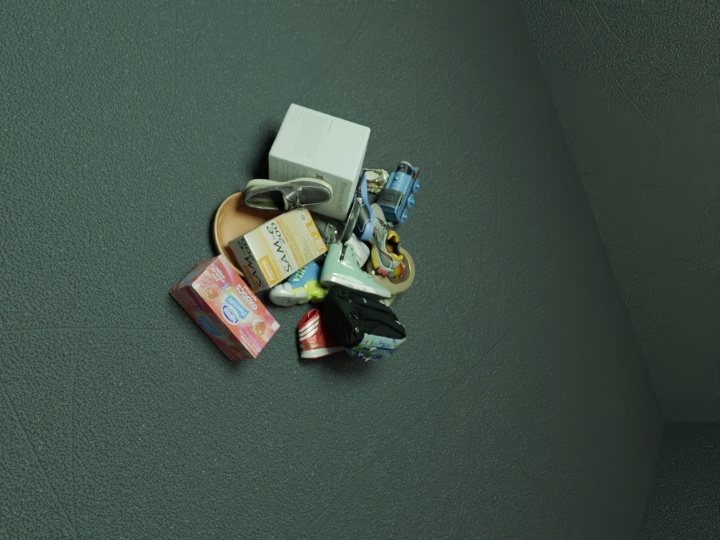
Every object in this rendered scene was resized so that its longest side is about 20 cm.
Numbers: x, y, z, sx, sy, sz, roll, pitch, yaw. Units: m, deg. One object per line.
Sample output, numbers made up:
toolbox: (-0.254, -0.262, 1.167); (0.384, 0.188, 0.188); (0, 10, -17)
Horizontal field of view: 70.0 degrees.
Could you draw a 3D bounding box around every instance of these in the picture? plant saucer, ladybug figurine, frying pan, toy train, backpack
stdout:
plant saucer: (-0.250, -0.076, 1.170); (0.199, 0.037, 0.203); (14, 71, -44)
ladybug figurine: (0.074, 0.002, 1.424); (0.199, 0.071, 0.138); (-10, 86, -49)
frying pan: (-0.016, -0.146, 1.271); (0.031, 0.115, 0.192); (21, 51, -3)
toy train: (0.113, -0.228, 1.510); (0.202, 0.086, 0.114); (-67, 158, -16)
backpack: (0.016, 0.136, 1.228); (0.198, 0.155, 0.164); (4, 36, -36)

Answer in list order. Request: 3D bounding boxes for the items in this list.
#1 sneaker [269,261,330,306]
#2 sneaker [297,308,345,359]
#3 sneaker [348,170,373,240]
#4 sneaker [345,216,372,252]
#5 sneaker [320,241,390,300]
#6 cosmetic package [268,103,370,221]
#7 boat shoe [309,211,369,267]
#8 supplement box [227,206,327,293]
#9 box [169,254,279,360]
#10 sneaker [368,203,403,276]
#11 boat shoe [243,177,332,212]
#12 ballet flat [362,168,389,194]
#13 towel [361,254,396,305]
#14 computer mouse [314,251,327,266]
sneaker: (-0.150, 0.026, 1.228); (0.199, 0.075, 0.106); (8, 64, -57)
sneaker: (-0.069, 0.146, 1.270); (0.199, 0.078, 0.117); (-7, 86, -48)
sneaker: (-0.020, -0.172, 1.335); (0.077, 0.070, 0.203); (2, 66, -29)
sneaker: (-0.001, -0.136, 1.416); (0.201, 0.073, 0.082); (53, 49, -23)
sneaker: (0.000, 0.000, 1.256); (0.199, 0.073, 0.120); (21, 66, -31)
cosmetic package: (-0.099, -0.254, 1.220); (0.197, 0.168, 0.168); (17, 61, 0)
boat shoe: (-0.068, -0.074, 1.318); (0.202, 0.074, 0.087); (44, 48, -17)
supplement box: (-0.181, -0.054, 1.156); (0.200, 0.073, 0.127); (-38, 106, -44)
box: (-0.277, 0.081, 1.056); (0.201, 0.102, 0.095); (55, 48, -22)
sneaker: (0.066, -0.090, 1.348); (0.077, 0.082, 0.202); (6, 58, -40)
boat shoe: (-0.161, -0.161, 1.136); (0.065, 0.197, 0.073); (-90, -177, -45)
ballet flat: (0.039, -0.265, 1.499); (0.199, 0.063, 0.077); (-13, 90, -47)
towel: (0.074, 0.000, 1.497); (0.153, 0.023, 0.201); (54, 46, -22)
computer mouse: (-0.059, -0.034, 1.365); (0.198, 0.034, 0.059); (-9, 69, -40)
